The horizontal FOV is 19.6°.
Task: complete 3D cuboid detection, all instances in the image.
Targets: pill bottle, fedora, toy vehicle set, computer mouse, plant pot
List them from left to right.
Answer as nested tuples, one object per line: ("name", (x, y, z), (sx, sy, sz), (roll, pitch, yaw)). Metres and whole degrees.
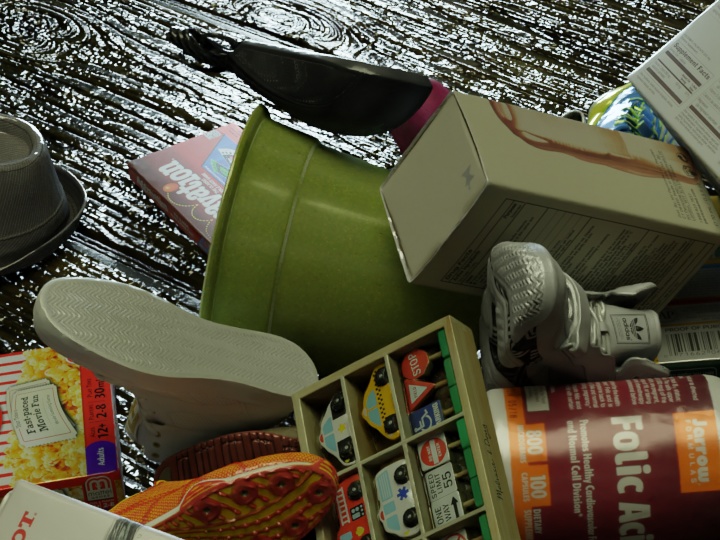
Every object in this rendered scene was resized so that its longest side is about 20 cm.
("fedora", (-0.323, -0.068, 1.663), (0.199, 0.090, 0.177), (0, 35, 8))
("computer mouse", (-0.034, -0.127, 1.469), (0.200, 0.053, 0.138), (16, 6, 43))
("plant pot", (0.000, 0.000, 1.462), (0.189, 0.200, 0.200), (12, 37, 3))
("toy vehicle set", (0.029, 0.139, 1.256), (0.124, 0.026, 0.200), (-29, 54, 24))
("pill bottle", (0.178, 0.124, 1.297), (0.199, 0.114, 0.114), (-4, 35, 3))

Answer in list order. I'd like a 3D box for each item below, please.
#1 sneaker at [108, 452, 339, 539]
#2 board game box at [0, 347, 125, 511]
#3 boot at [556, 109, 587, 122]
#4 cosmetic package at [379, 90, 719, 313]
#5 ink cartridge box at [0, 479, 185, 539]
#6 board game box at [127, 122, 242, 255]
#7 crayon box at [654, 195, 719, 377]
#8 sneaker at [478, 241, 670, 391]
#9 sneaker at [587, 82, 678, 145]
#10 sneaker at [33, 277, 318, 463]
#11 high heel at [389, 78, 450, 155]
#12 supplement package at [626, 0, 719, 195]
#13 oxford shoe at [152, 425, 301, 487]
("sneaker", (-0.106, 0.151, 1.290), (0.200, 0.073, 0.077), (-22, 31, 16))
("board game box", (-0.264, 0.122, 1.420), (0.199, 0.046, 0.152), (-9, 35, -5))
("boot", (0.179, -0.081, 1.606), (0.200, 0.096, 0.074), (-27, 40, -28))
("cosmetic package", (0.127, -0.038, 1.372), (0.200, 0.103, 0.087), (11, 44, -33))
("ink cartridge box", (-0.133, 0.223, 1.176), (0.200, 0.084, 0.145), (16, 71, 27))
("board game box", (-0.099, -0.056, 1.678), (0.103, 0.019, 0.200), (-24, 39, -22))
("crayon box", (0.211, 0.025, 1.489), (0.125, 0.052, 0.200), (-4, 35, 2))
("sneaker", (0.137, 0.030, 1.309), (0.115, 0.200, 0.075), (-5, 70, -3))
("sneaker", (0.194, -0.082, 1.511), (0.200, 0.076, 0.105), (-40, 13, -25))
("sneaker", (-0.141, 0.078, 1.366), (0.200, 0.116, 0.074), (20, 43, -27))
("high heel", (0.048, -0.103, 1.588), (0.096, 0.200, 0.067), (39, 90, 3))
("supplement package", (0.302, -0.077, 1.431), (0.111, 0.156, 0.200), (-40, 37, 8))
("oxford shoe", (-0.036, 0.134, 1.375), (0.199, 0.071, 0.075), (-6, 3, 8))
